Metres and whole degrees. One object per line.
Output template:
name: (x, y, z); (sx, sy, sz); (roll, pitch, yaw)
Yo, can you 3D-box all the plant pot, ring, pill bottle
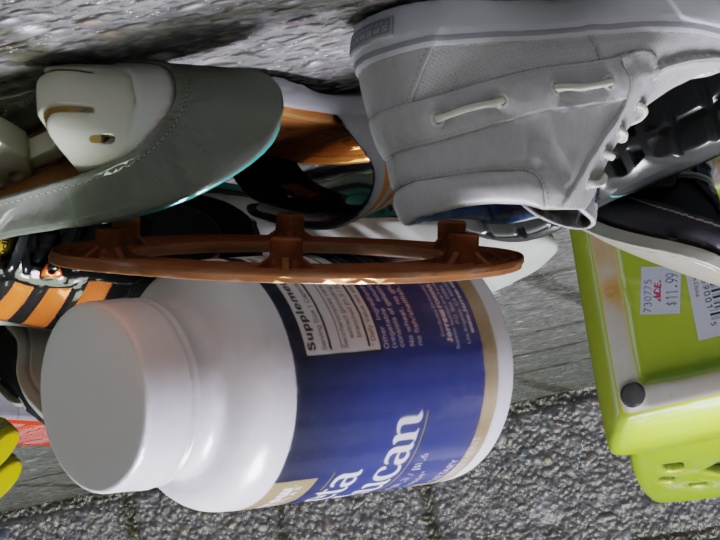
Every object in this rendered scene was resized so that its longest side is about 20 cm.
plant pot: (0.234, 0.020, 1.549); (0.198, 0.201, 0.181); (-13, 164, 18)
ring: (-0.031, -0.011, 1.072); (0.199, 0.019, 0.200); (2, -175, 0)
pill bottle: (-0.038, 0.049, 1.142); (0.199, 0.112, 0.111); (-4, 169, -40)

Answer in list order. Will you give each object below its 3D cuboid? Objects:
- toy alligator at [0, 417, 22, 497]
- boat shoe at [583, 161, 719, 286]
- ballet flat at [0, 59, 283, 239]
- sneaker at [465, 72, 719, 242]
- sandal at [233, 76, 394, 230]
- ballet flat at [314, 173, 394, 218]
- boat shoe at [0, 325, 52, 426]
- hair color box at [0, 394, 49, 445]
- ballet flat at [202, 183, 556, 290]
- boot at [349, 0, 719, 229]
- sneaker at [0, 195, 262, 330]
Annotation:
toy alligator: (-0.205, 0.076, 1.244); (0.054, 0.059, 0.200); (-44, 164, -22)
boat shoe: (0.143, -0.039, 1.278); (0.072, 0.063, 0.200); (23, -176, -17)
ballet flat: (-0.130, -0.049, 1.028); (0.199, 0.068, 0.064); (-16, 141, 15)
sneaker: (0.122, -0.061, 1.230); (0.199, 0.076, 0.079); (-16, 173, 34)
sandal: (-0.029, -0.047, 1.172); (0.079, 0.060, 0.206); (-15, 171, 31)
ballet flat: (-0.068, -0.012, 1.393); (0.199, 0.070, 0.069); (-13, 172, 12)
boat shoe: (-0.146, 0.046, 1.263); (0.074, 0.061, 0.200); (-24, -141, -22)
hair color box: (-0.198, 0.042, 1.426); (0.061, 0.102, 0.200); (-13, 171, 16)
ballet flat: (0.000, 0.000, 1.302); (0.199, 0.070, 0.069); (6, 169, -9)
boot: (0.088, -0.064, 1.084); (0.199, 0.096, 0.073); (-6, 171, -30)
sneaker: (-0.148, -0.006, 1.190); (0.199, 0.070, 0.090); (0, 172, 18)
